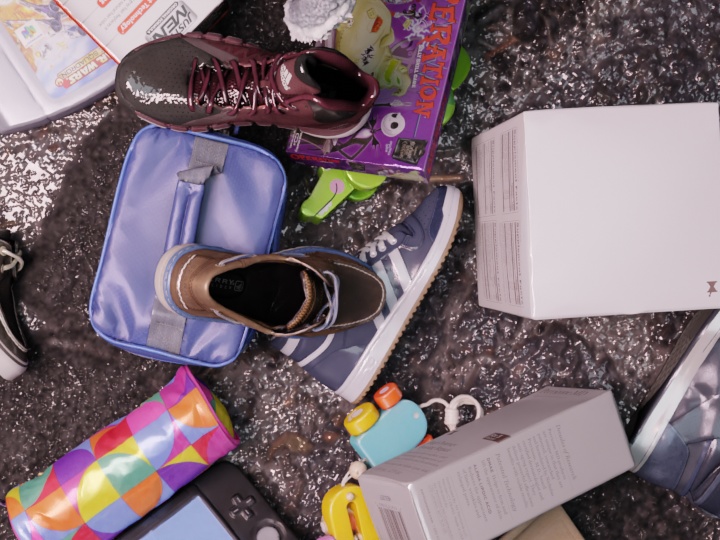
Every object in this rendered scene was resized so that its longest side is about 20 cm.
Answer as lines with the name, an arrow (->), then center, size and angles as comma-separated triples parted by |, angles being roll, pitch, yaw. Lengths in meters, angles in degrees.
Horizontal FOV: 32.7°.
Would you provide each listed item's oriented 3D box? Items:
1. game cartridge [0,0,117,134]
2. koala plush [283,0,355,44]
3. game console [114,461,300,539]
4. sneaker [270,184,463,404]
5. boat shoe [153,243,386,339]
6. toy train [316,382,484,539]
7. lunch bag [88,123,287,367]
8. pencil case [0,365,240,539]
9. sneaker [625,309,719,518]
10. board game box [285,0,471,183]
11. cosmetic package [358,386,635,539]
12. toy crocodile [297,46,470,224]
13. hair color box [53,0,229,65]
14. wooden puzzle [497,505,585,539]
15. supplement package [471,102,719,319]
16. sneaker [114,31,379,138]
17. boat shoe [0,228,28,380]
game cartridge -> -0.242, -0.208, 1.021 | 0.199, 0.042, 0.134 | -35, 89, -4
koala plush -> -0.040, -0.266, 0.895 | 0.181, 0.201, 0.179 | -8, 126, -2
game console -> -0.128, 0.244, 0.943 | 0.199, 0.119, 0.172 | -35, 68, -24
sneaker -> 0.000, 0.000, 1.026 | 0.108, 0.070, 0.201 | 29, 91, -6
boat shoe -> -0.052, 0.021, 0.916 | 0.198, 0.072, 0.073 | 1, 98, -37
toy train -> 0.033, 0.197, 1.043 | 0.149, 0.055, 0.202 | 14, 83, -23
lunch bag -> -0.131, -0.026, 0.983 | 0.134, 0.132, 0.202 | 13, 90, -5
pencil case -> -0.198, 0.163, 1.005 | 0.199, 0.088, 0.089 | -33, 93, -5
sneaker -> 0.327, 0.113, 1.045 | 0.145, 0.077, 0.204 | 30, 98, 7
board game box -> 0.020, -0.175, 1.001 | 0.119, 0.032, 0.202 | 10, 73, 13
cosmetic package -> 0.110, 0.161, 0.994 | 0.198, 0.101, 0.075 | -23, 96, -24
toy crocodile -> 0.019, -0.115, 1.029 | 0.200, 0.068, 0.062 | -44, 91, -5
hair color box -> -0.209, -0.249, 0.976 | 0.200, 0.061, 0.102 | 45, 87, -3
wooden puzzle -> 0.145, 0.320, 1.041 | 0.184, 0.037, 0.201 | -38, 103, -17
supplement package -> 0.182, -0.044, 0.976 | 0.150, 0.200, 0.153 | -3, 91, -5
sneaker -> -0.078, -0.143, 0.896 | 0.197, 0.115, 0.077 | 1, 88, -13
boat shoe -> -0.312, -0.010, 0.999 | 0.063, 0.071, 0.202 | -27, 91, -3
